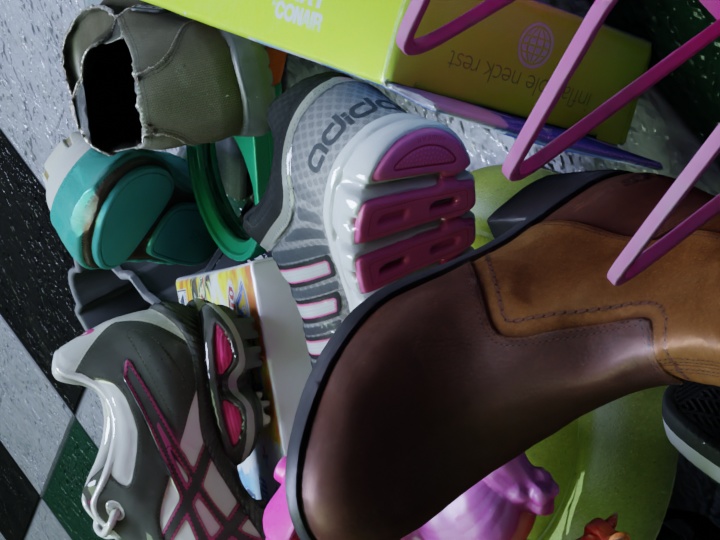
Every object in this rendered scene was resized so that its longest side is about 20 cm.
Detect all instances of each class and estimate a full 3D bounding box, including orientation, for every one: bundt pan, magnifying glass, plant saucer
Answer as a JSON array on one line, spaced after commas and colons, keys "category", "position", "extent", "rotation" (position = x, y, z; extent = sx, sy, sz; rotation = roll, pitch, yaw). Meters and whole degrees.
[{"category": "bundt pan", "position": [-0.094, 0.055, 1.130], "extent": [0.202, 0.076, 0.202], "rotation": [43, 154, 26]}, {"category": "magnifying glass", "position": [-0.050, -0.080, 0.850], "extent": [0.080, 0.022, 0.200], "rotation": [59, 153, 27]}, {"category": "plant saucer", "position": [0.053, 0.055, 0.774], "extent": [0.200, 0.031, 0.201], "rotation": [3, 94, 52]}]

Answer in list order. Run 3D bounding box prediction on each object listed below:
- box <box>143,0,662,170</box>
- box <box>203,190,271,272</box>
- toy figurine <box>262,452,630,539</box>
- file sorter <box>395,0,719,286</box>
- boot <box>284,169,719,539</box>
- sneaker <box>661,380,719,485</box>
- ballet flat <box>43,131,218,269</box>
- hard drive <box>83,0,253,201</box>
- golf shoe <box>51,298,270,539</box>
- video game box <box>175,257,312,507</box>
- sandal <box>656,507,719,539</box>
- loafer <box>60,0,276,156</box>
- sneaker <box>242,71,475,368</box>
[{"category": "box", "position": [0.011, -0.093, 0.675], "extent": [0.200, 0.122, 0.048], "rotation": [27, 103, 48]}, {"category": "box", "position": [0.006, 0.046, 0.959], "extent": [0.200, 0.049, 0.161], "rotation": [53, 154, 5]}, {"category": "toy figurine", "position": [0.048, 0.126, 0.667], "extent": [0.200, 0.150, 0.184], "rotation": [-29, 98, 37]}, {"category": "file sorter", "position": [0.067, -0.116, 0.525], "extent": [0.200, 0.125, 0.139], "rotation": [50, 156, 12]}, {"category": "boot", "position": [0.093, 0.034, 0.560], "extent": [0.200, 0.188, 0.069], "rotation": [6, 124, 49]}, {"category": "sneaker", "position": [0.194, 0.113, 0.650], "extent": [0.200, 0.084, 0.121], "rotation": [26, 134, 47]}, {"category": "ballet flat", "position": [-0.127, -0.038, 0.937], "extent": [0.070, 0.067, 0.200], "rotation": [34, -176, 12]}, {"category": "hard drive", "position": [-0.093, -0.142, 0.920], "extent": [0.140, 0.033, 0.200], "rotation": [46, 155, 21]}, {"category": "golf shoe", "position": [-0.077, 0.114, 0.793], "extent": [0.077, 0.088, 0.201], "rotation": [159, 99, -69]}, {"category": "video game box", "position": [-0.037, 0.094, 0.874], "extent": [0.182, 0.047, 0.201], "rotation": [169, 91, -71]}, {"category": "sandal", "position": [0.141, 0.140, 0.838], "extent": [0.075, 0.048, 0.200], "rotation": [48, 168, 15]}, {"category": "loafer", "position": [-0.108, -0.095, 0.852], "extent": [0.200, 0.069, 0.075], "rotation": [15, 118, 63]}, {"category": "sneaker", "position": [0.000, 0.000, 0.719], "extent": [0.087, 0.074, 0.200], "rotation": [48, 155, 36]}]
